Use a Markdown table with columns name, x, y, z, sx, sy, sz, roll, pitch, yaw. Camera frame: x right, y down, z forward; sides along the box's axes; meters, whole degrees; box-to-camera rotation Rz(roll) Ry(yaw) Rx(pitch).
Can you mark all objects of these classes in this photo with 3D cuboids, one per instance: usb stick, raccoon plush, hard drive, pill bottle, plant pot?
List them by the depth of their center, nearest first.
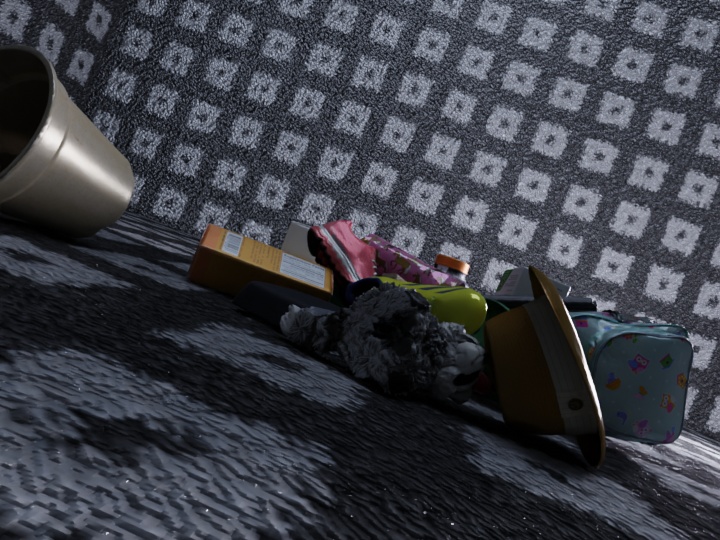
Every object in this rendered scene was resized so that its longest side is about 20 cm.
| name | x | y | z | sx | sy | sz | roll | pitch | yaw |
| --- | --- | --- | --- | --- | --- | --- | --- | --- | --- |
| raccoon plush | 0.033 | 0.069 | 0.571 | 0.200 | 0.097 | 0.134 | 20 | -8 | 42 |
| plant pot | -0.391 | -0.133 | 0.685 | 0.200 | 0.201 | 0.183 | 21 | -13 | 24 |
| hard drive | -0.052 | 0.062 | 0.713 | 0.135 | 0.042 | 0.200 | 21 | -1 | 34 |
| usb stick | 0.248 | 0.058 | 0.831 | 0.200 | 0.033 | 0.055 | 1 | -30 | 0 |
| pill bottle | 0.159 | 0.069 | 1.155 | 0.106 | 0.200 | 0.106 | 21 | -1 | 0 |

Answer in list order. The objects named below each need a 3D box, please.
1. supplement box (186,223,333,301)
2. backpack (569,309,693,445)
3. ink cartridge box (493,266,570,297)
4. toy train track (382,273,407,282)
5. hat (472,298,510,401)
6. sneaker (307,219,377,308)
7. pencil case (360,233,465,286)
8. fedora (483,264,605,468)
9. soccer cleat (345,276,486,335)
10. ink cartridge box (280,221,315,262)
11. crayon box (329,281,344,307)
| name | x | y | z | sx | sy | sz | roll | pitch | yaw |
| --- | --- | --- | --- | --- | --- | --- | --- | --- | --- |
| supplement box | -0.142 | 0.006 | 0.812 | 0.200 | 0.067 | 0.069 | 23 | 32 | -14 |
| backpack | 0.333 | 0.141 | 0.758 | 0.200 | 0.176 | 0.153 | 9 | 1 | 5 |
| ink cartridge box | 0.254 | 0.102 | 0.929 | 0.083 | 0.200 | 0.147 | 24 | 0 | 2 |
| toy train track | 0.090 | 0.059 | 0.798 | 0.115 | 0.033 | 0.200 | 2 | -24 | 39 |
| hat | 0.125 | 0.141 | 0.709 | 0.166 | 0.176 | 0.200 | 34 | -31 | 59 |
| sneaker | 0.000 | 0.000 | 0.867 | 0.200 | 0.087 | 0.074 | 57 | -25 | 13 |
| pencil case | 0.077 | 0.013 | 0.930 | 0.200 | 0.083 | 0.087 | 29 | 12 | 25 |
| fedora | 0.168 | 0.098 | 0.538 | 0.082 | 0.201 | 0.201 | -17 | -10 | 11 |
| soccer cleat | 0.057 | 0.041 | 0.646 | 0.084 | 0.065 | 0.200 | 19 | -9 | -35 |
| ink cartridge box | -0.126 | -0.013 | 1.114 | 0.083 | 0.147 | 0.200 | 20 | -2 | -8 |
| crayon box | -0.076 | 0.018 | 0.955 | 0.200 | 0.052 | 0.126 | 22 | -1 | -10 |
